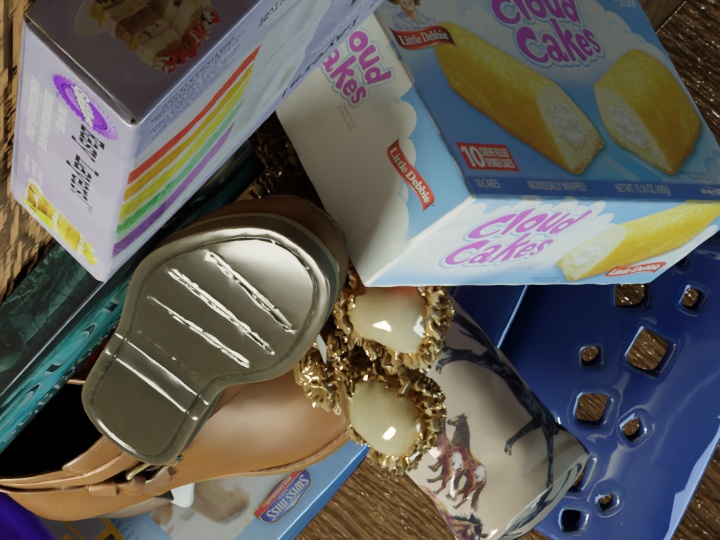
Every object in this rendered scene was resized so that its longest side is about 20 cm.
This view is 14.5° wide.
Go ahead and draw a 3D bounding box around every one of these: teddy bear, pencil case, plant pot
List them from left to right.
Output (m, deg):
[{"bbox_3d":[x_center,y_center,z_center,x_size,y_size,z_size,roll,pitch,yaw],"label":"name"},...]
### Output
[{"bbox_3d":[0.000,0.000,1.214,0.067,0.145,0.200,-14,-162,-14],"label":"teddy bear"},{"bbox_3d":[0.026,0.057,1.421,0.089,0.200,0.078,-44,174,21],"label":"pencil case"},{"bbox_3d":[0.090,0.029,1.557,0.200,0.179,0.200,-65,-153,8],"label":"plant pot"}]

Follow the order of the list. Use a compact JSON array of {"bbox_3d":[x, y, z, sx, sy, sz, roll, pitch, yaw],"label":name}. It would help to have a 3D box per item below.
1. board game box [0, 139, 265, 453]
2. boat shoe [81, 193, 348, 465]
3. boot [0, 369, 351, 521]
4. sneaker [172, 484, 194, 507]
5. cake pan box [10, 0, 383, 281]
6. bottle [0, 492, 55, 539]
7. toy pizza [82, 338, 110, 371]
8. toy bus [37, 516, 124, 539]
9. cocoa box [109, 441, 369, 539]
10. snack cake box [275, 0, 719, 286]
[{"bbox_3d":[-0.119,0.016,1.148,0.200,0.028,0.135,-48,176,-1],"label":"board game box"},{"bbox_3d":[-0.054,0.009,1.141,0.068,0.072,0.200,-51,-173,-34],"label":"boat shoe"},{"bbox_3d":[-0.081,0.055,1.295,0.200,0.077,0.155,-22,164,14],"label":"boot"},{"bbox_3d":[-0.059,0.048,1.563,0.200,0.088,0.074,-45,-156,9],"label":"sneaker"},{"bbox_3d":[-0.025,-0.100,0.876,0.200,0.052,0.184,-46,178,-17],"label":"cake pan box"},{"bbox_3d":[-0.204,0.174,1.389,0.065,0.084,0.200,-45,176,-34],"label":"bottle"},{"bbox_3d":[-0.078,0.000,1.421,0.200,0.032,0.200,-49,175,-5],"label":"toy pizza"},{"bbox_3d":[-0.201,0.183,1.542,0.065,0.078,0.200,-44,175,-39],"label":"toy bus"},{"bbox_3d":[-0.099,0.126,1.673,0.200,0.133,0.131,-47,176,-11],"label":"cocoa box"},{"bbox_3d":[0.060,-0.058,1.158,0.067,0.115,0.200,-39,157,33],"label":"snack cake box"}]
